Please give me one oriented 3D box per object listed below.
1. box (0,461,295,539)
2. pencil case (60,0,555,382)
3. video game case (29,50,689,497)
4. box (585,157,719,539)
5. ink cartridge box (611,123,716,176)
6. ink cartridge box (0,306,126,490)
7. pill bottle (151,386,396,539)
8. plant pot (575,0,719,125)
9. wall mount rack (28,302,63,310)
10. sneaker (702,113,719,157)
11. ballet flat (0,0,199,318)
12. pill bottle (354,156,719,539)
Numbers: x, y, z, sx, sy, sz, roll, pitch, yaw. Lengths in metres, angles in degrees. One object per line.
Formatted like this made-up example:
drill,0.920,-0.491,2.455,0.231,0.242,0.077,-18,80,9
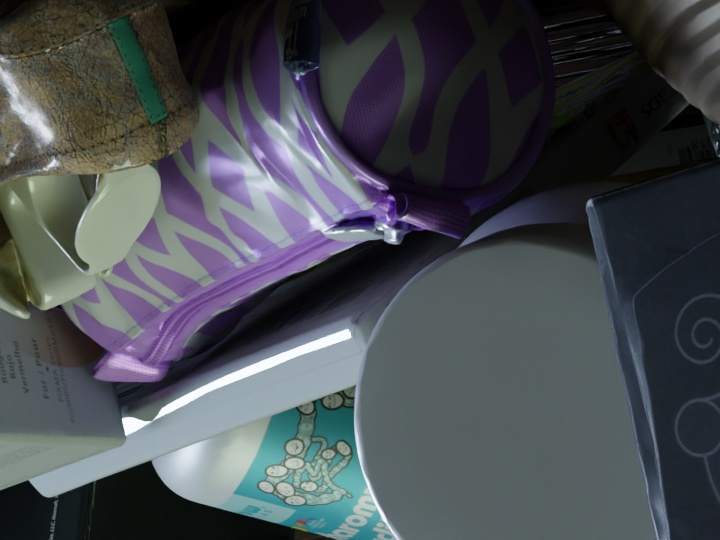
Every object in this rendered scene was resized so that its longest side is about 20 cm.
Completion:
box,-0.149,0.115,1.133,0.200,0.124,0.148,10,-176,34
pencil case,-0.023,-0.028,0.747,0.084,0.086,0.200,2,166,-27
video game case,0.000,0.000,0.870,0.182,0.023,0.200,-40,-169,-38
box,0.162,0.023,0.636,0.122,0.106,0.200,-18,167,34
ink cartridge box,0.122,-0.014,1.080,0.109,0.050,0.200,-11,169,0
ink cartridge box,-0.188,0.051,0.779,0.162,0.050,0.200,-22,163,23
pill bottle,-0.008,0.048,1.031,0.200,0.111,0.111,16,162,-15
plant pot,0.150,-0.074,0.656,0.201,0.093,0.201,-11,169,-2
wall mount rack,-0.179,0.028,0.935,0.174,0.075,0.200,-25,166,22
sneaker,0.177,-0.061,0.837,0.091,0.076,0.200,-22,-174,-12
ballet flat,-0.091,-0.024,0.715,0.068,0.067,0.200,-32,179,-21
pill bottle,0.081,0.029,0.739,0.114,0.114,0.200,-15,179,24
